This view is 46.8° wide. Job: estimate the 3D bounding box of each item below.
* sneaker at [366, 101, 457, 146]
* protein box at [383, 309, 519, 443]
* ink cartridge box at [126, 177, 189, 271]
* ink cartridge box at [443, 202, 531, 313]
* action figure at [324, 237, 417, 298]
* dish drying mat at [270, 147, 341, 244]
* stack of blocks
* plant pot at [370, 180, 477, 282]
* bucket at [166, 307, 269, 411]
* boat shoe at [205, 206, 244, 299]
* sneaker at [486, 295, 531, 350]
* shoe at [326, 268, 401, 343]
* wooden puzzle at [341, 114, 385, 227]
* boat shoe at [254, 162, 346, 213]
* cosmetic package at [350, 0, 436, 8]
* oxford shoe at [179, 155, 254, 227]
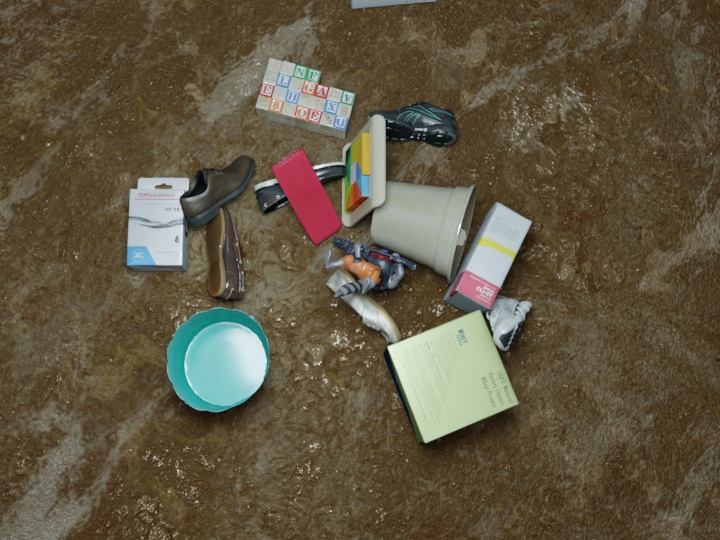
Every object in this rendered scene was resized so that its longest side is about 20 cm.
[{"bbox_3d":[0.111,-0.320,1.788,0.198,0.076,0.080,8,66,-8],"label":"sneaker"},{"bbox_3d":[0.175,0.213,1.653,0.198,0.135,0.200,-21,81,-6],"label":"protein box"},{"bbox_3d":[-0.416,-0.103,1.718,0.114,0.067,0.202,0,80,-2],"label":"ink cartridge box"},{"bbox_3d":[0.258,-0.018,1.693,0.083,0.145,0.201,27,80,2],"label":"ink cartridge box"},{"bbox_3d":[0.000,0.000,1.670,0.199,0.193,0.106,20,99,32],"label":"action figure"},{"bbox_3d":[-0.108,-0.150,1.704,0.076,0.018,0.201,-33,122,-7],"label":"dish drying mat"},{"bbox_3d":[-0.113,-0.367,1.783,0.198,0.059,0.116,15,79,0],"label":"stack of blocks"},{"bbox_3d":[0.123,-0.097,1.693,0.182,0.201,0.202,15,79,12],"label":"plant pot"},{"bbox_3d":[-0.274,0.178,1.639,0.205,0.135,0.210,1,79,-3],"label":"bucket"},{"bbox_3d":[-0.276,-0.034,1.716,0.070,0.070,0.202,10,66,-38],"label":"boat shoe"},{"bbox_3d":[0.284,0.100,1.663,0.081,0.200,0.076,27,110,12],"label":"sneaker"},{"bbox_3d":[0.007,0.079,1.705,0.053,0.070,0.200,-39,75,-10],"label":"shoe"},{"bbox_3d":[-0.002,-0.199,1.691,0.037,0.200,0.187,4,79,-20],"label":"wooden puzzle"},{"bbox_3d":[-0.121,-0.174,1.742,0.199,0.074,0.064,-19,80,0],"label":"boat shoe"},{"bbox_3d":[0.066,-0.698,1.819,0.198,0.123,0.202,-6,80,-5],"label":"cosmetic package"},{"bbox_3d":[-0.292,-0.183,1.709,0.072,0.085,0.200,11,48,39],"label":"oxford shoe"}]
